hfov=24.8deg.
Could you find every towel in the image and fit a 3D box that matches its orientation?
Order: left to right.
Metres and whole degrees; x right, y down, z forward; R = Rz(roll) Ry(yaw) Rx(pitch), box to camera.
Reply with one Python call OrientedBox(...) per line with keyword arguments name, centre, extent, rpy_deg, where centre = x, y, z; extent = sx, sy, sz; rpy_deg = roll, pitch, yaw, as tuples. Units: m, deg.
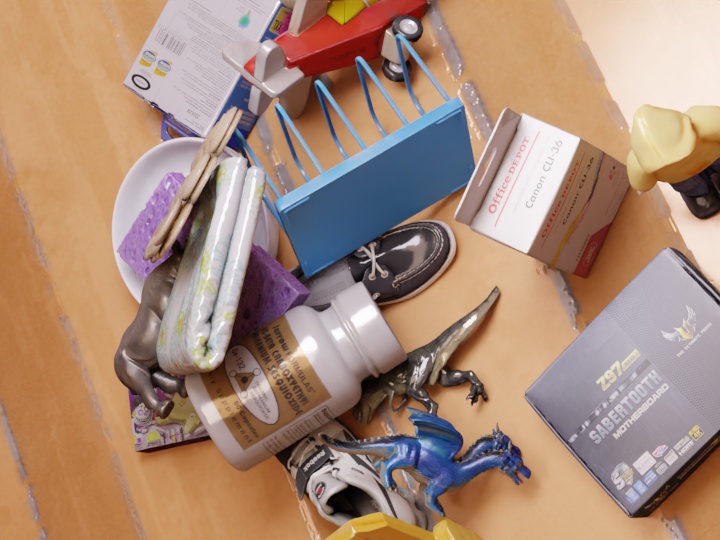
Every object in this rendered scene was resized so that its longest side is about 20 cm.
OrientedBox(name="towel", centre=(-0.142, -0.001, 1.541), extent=(0.048, 0.171, 0.200), rpy_deg=(14, 81, -12))

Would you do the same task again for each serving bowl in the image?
OrientedBox(name="serving bowl", centre=(-0.165, -0.040, 1.741), extent=(0.200, 0.066, 0.201), rpy_deg=(2, 94, 28))

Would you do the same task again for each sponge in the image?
OrientedBox(name="sponge", centre=(-0.154, 0.001, 1.684), extent=(0.200, 0.030, 0.112), rpy_deg=(42, 113, 19))

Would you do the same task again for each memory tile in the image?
OrientedBox(name="memory tile", centre=(-0.164, -0.079, 1.572), extent=(0.017, 0.200, 0.154), rpy_deg=(28, 81, -9))

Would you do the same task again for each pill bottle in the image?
OrientedBox(name="pill bottle", centre=(-0.061, 0.100, 1.603), extent=(0.200, 0.114, 0.114), rpy_deg=(-31, 68, 1))

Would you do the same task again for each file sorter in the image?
OrientedBox(name="file sorter", centre=(-0.007, -0.117, 1.599), extent=(0.200, 0.139, 0.123), rpy_deg=(-30, 63, -6))

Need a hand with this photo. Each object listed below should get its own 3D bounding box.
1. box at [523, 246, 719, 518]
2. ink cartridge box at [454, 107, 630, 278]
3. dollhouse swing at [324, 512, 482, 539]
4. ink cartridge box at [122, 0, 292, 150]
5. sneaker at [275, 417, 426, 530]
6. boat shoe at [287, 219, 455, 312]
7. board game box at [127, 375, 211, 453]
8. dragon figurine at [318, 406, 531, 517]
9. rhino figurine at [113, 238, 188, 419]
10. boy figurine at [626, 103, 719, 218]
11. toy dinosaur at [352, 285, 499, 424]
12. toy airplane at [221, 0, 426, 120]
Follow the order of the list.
OrientedBox(name="box", centre=(0.271, 0.103, 1.503), extent=(0.200, 0.051, 0.158), rpy_deg=(-47, 63, 14))
OrientedBox(name="ink cartridge box", centre=(0.170, -0.069, 1.498), extent=(0.067, 0.200, 0.117), rpy_deg=(26, 95, 29))
OrientedBox(name="dollhouse swing", centre=(0.028, 0.344, 1.525), extent=(0.200, 0.176, 0.182), rpy_deg=(-39, 66, 16))
OrientedBox(name="ink cartridge box", centre=(-0.163, -0.222, 1.770), extent=(0.136, 0.076, 0.200), rpy_deg=(34, 97, 28))
OrientedBox(name="sneaker", centre=(-0.027, 0.201, 1.617), extent=(0.200, 0.088, 0.074), rpy_deg=(36, 102, 23))
OrientedBox(name="boat shoe", centre=(0.000, 0.000, 1.657), extent=(0.200, 0.060, 0.074), rpy_deg=(-19, 74, 24))
OrientedBox(name="board game box", centre=(-0.159, 0.118, 1.745), extent=(0.200, 0.032, 0.120), rpy_deg=(-15, 71, 25))
OrientedBox(name="dragon figurine", centre=(0.061, 0.165, 1.553), extent=(0.200, 0.059, 0.100), rpy_deg=(28, 94, -9))
OrientedBox(name="rhino figurine", centre=(-0.187, 0.042, 1.655), extent=(0.087, 0.060, 0.200), rpy_deg=(28, 99, 20))
OrientedBox(name="boy figurine", centre=(0.291, -0.103, 1.440), extent=(0.124, 0.200, 0.065), rpy_deg=(-26, 71, 19))
OrientedBox(name="toy dinosaur", centre=(0.072, 0.105, 1.614), extent=(0.200, 0.047, 0.088), rpy_deg=(-38, 60, 15))
OrientedBox(name="toy airplane", centre=(-0.052, -0.243, 1.645), extent=(0.200, 0.199, 0.141), rpy_deg=(-39, 63, 18))
